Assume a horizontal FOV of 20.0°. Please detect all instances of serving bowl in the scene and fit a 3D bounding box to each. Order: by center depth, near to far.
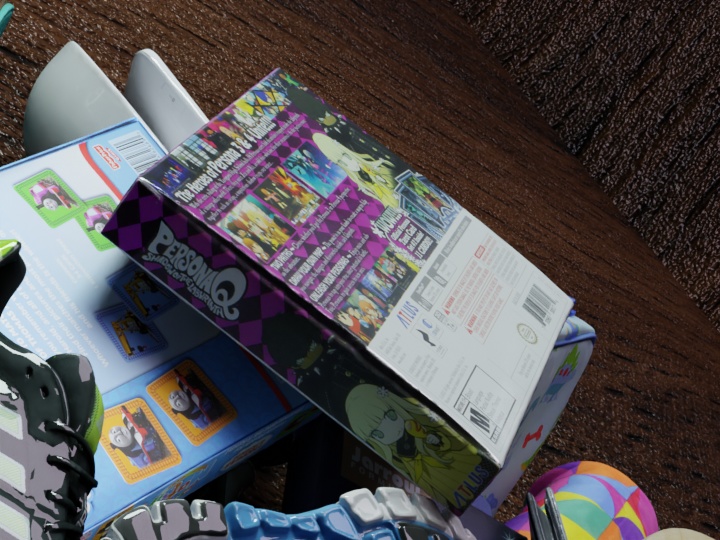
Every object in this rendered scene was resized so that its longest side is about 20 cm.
[{"bbox_3d":[-0.106,-0.016,1.013,0.201,0.066,0.200,52,-4,5],"label":"serving bowl"}]

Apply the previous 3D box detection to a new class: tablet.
[{"bbox_3d":[-0.072,-0.015,1.122,0.200,0.014,0.130,52,-28,15],"label":"tablet"}]

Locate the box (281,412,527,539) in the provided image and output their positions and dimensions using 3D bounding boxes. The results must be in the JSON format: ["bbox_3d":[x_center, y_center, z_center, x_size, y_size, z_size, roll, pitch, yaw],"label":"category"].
[{"bbox_3d":[0.016,0.147,0.864,0.121,0.032,0.201,32,41,-25],"label":"box"}]

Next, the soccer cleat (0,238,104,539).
[{"bbox_3d":[-0.116,0.074,0.674,0.068,0.081,0.201,95,-26,-61],"label":"soccer cleat"}]

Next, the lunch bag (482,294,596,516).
[{"bbox_3d":[0.046,0.077,1.055,0.082,0.161,0.200,34,12,14],"label":"lunch bag"}]

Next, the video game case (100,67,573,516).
[{"bbox_3d":[0.000,0.000,0.870,0.181,0.036,0.200,38,23,-1],"label":"video game case"}]

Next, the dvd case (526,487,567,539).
[{"bbox_3d":[0.098,0.218,0.887,0.149,0.016,0.201,-98,180,-67],"label":"dvd case"}]

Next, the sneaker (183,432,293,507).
[{"bbox_3d":[-0.074,0.079,0.900,0.200,0.066,0.091,20,33,-56],"label":"sneaker"}]

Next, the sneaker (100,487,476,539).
[{"bbox_3d":[-0.034,0.127,0.768,0.199,0.087,0.076,11,59,-37],"label":"sneaker"}]

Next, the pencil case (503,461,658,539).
[{"bbox_3d":[0.096,0.163,1.070,0.089,0.088,0.200,49,24,8],"label":"pencil case"}]

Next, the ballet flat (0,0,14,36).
[{"bbox_3d":[-0.213,-0.109,1.004,0.065,0.071,0.200,28,15,-15],"label":"ballet flat"}]

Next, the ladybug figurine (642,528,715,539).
[{"bbox_3d":[0.157,0.205,0.967,0.136,0.072,0.200,43,29,-11],"label":"ladybug figurine"}]

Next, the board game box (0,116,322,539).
[{"bbox_3d":[-0.114,0.028,0.803,0.152,0.037,0.200,50,38,11],"label":"board game box"}]
